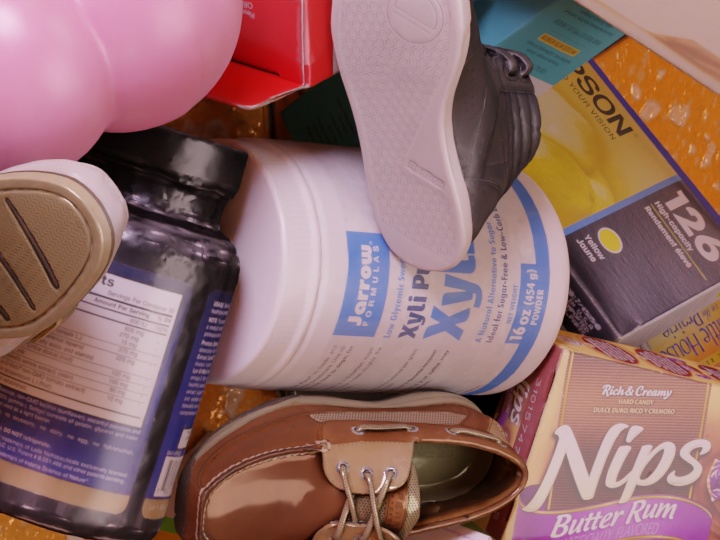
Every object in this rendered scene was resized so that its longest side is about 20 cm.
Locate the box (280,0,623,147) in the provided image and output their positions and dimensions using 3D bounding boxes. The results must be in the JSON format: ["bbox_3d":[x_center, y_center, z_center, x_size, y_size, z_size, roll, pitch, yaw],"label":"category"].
[{"bbox_3d":[0.059,-0.115,1.453,0.200,0.049,0.082,-36,154,22],"label":"box"}]

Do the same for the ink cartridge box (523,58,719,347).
[{"bbox_3d":[0.143,-0.056,1.595,0.200,0.198,0.047,-26,164,-45],"label":"ink cartridge box"}]

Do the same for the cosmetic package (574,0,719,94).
[{"bbox_3d":[0.126,-0.188,1.346,0.071,0.200,0.105,-47,-162,35],"label":"cosmetic package"}]

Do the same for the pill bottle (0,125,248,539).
[{"bbox_3d":[-0.124,0.025,1.305,0.112,0.112,0.201,16,92,-57],"label":"pill bottle"}]

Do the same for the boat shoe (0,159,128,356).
[{"bbox_3d":[-0.160,-0.003,1.196,0.068,0.200,0.075,-34,93,-44],"label":"boat shoe"}]

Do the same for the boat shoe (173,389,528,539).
[{"bbox_3d":[0.001,0.105,1.351,0.200,0.074,0.076,-11,115,-36],"label":"boat shoe"}]

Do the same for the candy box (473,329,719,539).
[{"bbox_3d":[0.169,0.109,1.499,0.200,0.056,0.117,14,100,-26],"label":"candy box"}]

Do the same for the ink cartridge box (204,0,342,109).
[{"bbox_3d":[-0.036,-0.153,1.342,0.200,0.116,0.067,-32,131,-45],"label":"ink cartridge box"}]

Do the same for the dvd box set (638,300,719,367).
[{"bbox_3d":[0.148,-0.012,1.645,0.146,0.029,0.200,-26,84,-48],"label":"dvd box set"}]

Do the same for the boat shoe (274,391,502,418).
[{"bbox_3d":[0.051,0.070,1.526,0.201,0.060,0.072,2,120,-9],"label":"boat shoe"}]

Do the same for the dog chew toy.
[{"bbox_3d":[-0.151,-0.100,1.206,0.200,0.124,0.125,-35,133,-27],"label":"dog chew toy"}]

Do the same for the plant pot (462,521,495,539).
[{"bbox_3d":[0.090,0.131,1.634,0.187,0.187,0.200,69,35,-44],"label":"plant pot"}]

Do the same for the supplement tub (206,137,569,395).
[{"bbox_3d":[0.000,0.000,1.410,0.200,0.132,0.132,2,104,-40],"label":"supplement tub"}]

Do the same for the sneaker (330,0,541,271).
[{"bbox_3d":[0.041,-0.109,1.317,0.099,0.071,0.200,-49,140,-48],"label":"sneaker"}]

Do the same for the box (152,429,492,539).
[{"bbox_3d":[-0.026,0.184,1.442,0.101,0.200,0.113,-45,139,-34],"label":"box"}]
